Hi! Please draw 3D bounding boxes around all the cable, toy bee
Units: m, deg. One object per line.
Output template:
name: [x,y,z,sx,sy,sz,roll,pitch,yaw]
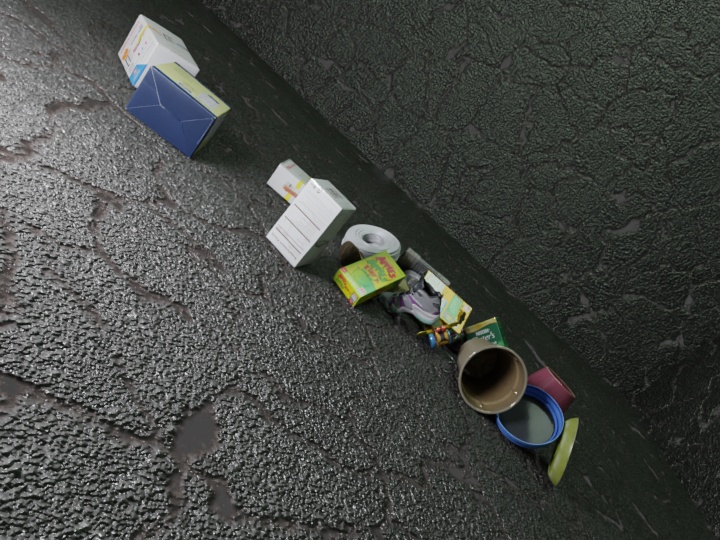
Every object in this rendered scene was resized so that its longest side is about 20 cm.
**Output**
cable: [0.035,-0.081,1.732,0.198,0.070,0.200,26,33,15]
toy bee: [0.247,0.188,1.582,0.200,0.130,0.110,43,-25,44]

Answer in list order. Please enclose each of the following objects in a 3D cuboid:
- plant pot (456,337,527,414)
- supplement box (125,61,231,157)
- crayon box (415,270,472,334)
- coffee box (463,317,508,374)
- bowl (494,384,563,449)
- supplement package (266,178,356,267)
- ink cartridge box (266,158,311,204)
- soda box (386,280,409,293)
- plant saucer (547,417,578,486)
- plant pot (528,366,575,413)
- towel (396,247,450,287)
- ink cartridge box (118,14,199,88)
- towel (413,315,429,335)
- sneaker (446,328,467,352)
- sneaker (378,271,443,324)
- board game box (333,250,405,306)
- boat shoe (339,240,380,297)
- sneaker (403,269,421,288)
plant pot: [0.371,0.292,1.559,0.200,0.201,0.184,40,7,-8]
supplement box: [-0.485,-0.442,1.425,0.199,0.134,0.200,38,18,-16]
crayon box: [0.262,0.113,1.730,0.199,0.052,0.126,40,53,-3]
coffee box: [0.419,0.265,1.691,0.044,0.122,0.203,13,60,-53]
bowl: [0.489,0.428,1.534,0.197,0.040,0.202,2,43,-2]
supplement package: [-0.128,-0.124,1.368,0.117,0.200,0.117,44,18,8]
ink cartridge box: [-0.196,-0.264,1.732,0.199,0.084,0.145,41,17,-7]
soda box: [0.099,0.026,1.744,0.067,0.064,0.201,31,21,-33]
plant saucer: [0.575,0.512,1.496,0.031,0.203,0.199,20,10,20]
plant pot: [0.575,0.414,1.676,0.200,0.179,0.200,42,14,-13]
towel: [0.201,0.024,1.839,0.192,0.035,0.200,41,-27,1]
ink cartridge box: [-0.605,-0.624,1.560,0.144,0.147,0.201,20,29,-50]
towel: [0.198,0.157,1.743,0.086,0.018,0.201,27,22,-55]
sneaker: [0.348,0.256,1.763,0.199,0.079,0.096,15,44,-54]
sneaker: [0.156,0.064,1.567,0.197,0.142,0.078,18,28,14]
board game box: [0.028,0.019,1.490,0.199,0.048,0.102,-23,68,-43]
boat shoe: [0.001,0.000,1.590,0.201,0.072,0.067,59,18,24]
sneaker: [0.207,0.089,1.817,0.201,0.077,0.099,57,2,6]
